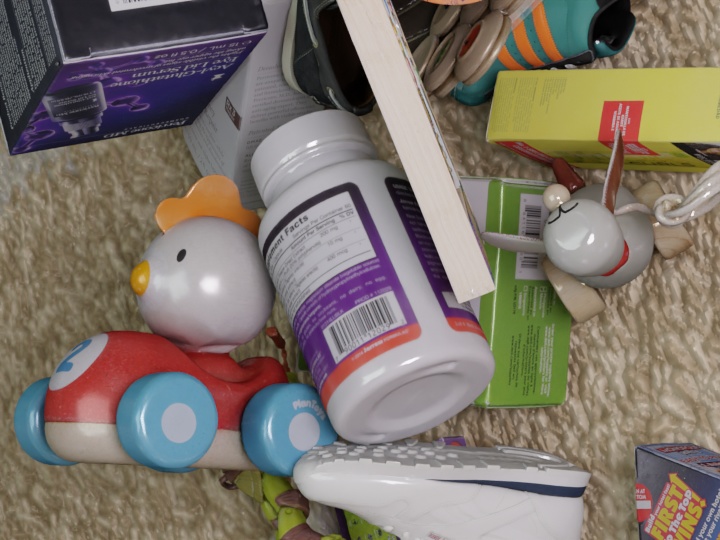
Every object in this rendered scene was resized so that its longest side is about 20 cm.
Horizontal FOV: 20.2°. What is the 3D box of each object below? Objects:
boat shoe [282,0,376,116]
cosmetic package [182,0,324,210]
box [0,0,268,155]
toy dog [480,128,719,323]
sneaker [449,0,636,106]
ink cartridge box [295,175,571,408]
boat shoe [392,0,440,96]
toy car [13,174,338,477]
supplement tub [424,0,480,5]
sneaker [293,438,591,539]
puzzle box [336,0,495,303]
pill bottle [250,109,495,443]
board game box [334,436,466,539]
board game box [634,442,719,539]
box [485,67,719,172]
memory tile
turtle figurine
[{"bbox_3d":[-0.009,-0.199,1.322,0.068,0.072,0.201,42,137,50],"label":"boat shoe"},{"bbox_3d":[-0.073,-0.149,1.457,0.201,0.074,0.102,100,148,-44],"label":"cosmetic package"},{"bbox_3d":[-0.169,-0.167,1.395,0.200,0.147,0.105,141,115,-66],"label":"box"},{"bbox_3d":[0.136,-0.037,1.217,0.097,0.132,0.200,55,169,12],"label":"toy dog"},{"bbox_3d":[0.126,-0.155,1.316,0.080,0.071,0.200,42,141,-1],"label":"sneaker"},{"bbox_3d":[0.049,0.009,1.385,0.200,0.076,0.149,6,93,50],"label":"ink cartridge box"},{"bbox_3d":[0.017,-0.195,1.433,0.072,0.068,0.201,-25,62,4],"label":"boat shoe"},{"bbox_3d":[-0.122,0.034,1.351,0.184,0.176,0.201,-7,78,55],"label":"toy car"},{"bbox_3d":[0.058,-0.262,1.238,0.122,0.122,0.201,-38,33,37],"label":"supplement tub"},{"bbox_3d":[0.052,0.153,1.294,0.076,0.199,0.081,-141,60,-72],"label":"sneaker"},{"bbox_3d":[0.030,-0.092,1.209,0.025,0.133,0.201,-20,109,6],"label":"puzzle box"},{"bbox_3d":[0.000,0.000,1.299,0.111,0.111,0.201,-43,57,34],"label":"pill bottle"},{"bbox_3d":[0.049,0.228,1.405,0.120,0.032,0.201,-29,69,44],"label":"board game box"},{"bbox_3d":[0.230,0.198,1.204,0.200,0.062,0.201,38,114,40],"label":"board game box"},{"bbox_3d":[0.177,-0.093,1.258,0.199,0.075,0.050,6,81,44],"label":"box"},{"bbox_3d":[0.091,-0.198,1.300,0.201,0.017,0.153,-62,15,-11],"label":"memory tile"},{"bbox_3d":[-0.067,0.140,1.458,0.162,0.064,0.200,62,152,23],"label":"turtle figurine"}]
